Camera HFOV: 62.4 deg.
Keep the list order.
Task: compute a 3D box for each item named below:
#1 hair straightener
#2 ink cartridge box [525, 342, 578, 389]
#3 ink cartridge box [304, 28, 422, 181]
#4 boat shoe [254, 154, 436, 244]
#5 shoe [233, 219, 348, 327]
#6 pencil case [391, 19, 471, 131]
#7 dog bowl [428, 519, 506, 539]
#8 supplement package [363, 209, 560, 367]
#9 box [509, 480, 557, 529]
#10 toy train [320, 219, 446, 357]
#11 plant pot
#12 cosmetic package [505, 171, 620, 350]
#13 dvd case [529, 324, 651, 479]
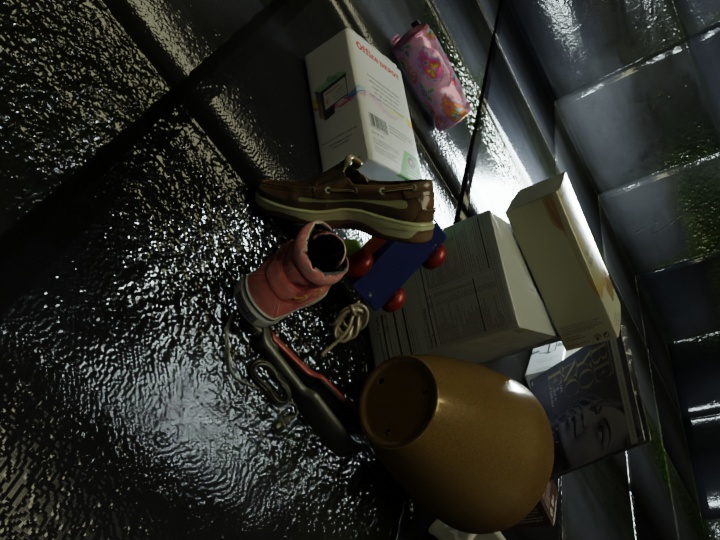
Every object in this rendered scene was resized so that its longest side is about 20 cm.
[{"bbox_3d":[-0.065,0.118,0.583,0.201,0.040,0.077,54,34,-24],"label":"hair straightener"},{"bbox_3d":[0.425,0.225,1.257,0.148,0.083,0.200,64,30,-10],"label":"ink cartridge box"},{"bbox_3d":[0.006,-0.211,0.845,0.144,0.083,0.204,14,61,-54],"label":"ink cartridge box"},{"bbox_3d":[-0.015,-0.085,0.630,0.075,0.199,0.076,-46,145,-70],"label":"boat shoe"},{"bbox_3d":[-0.046,-0.007,0.614,0.072,0.090,0.200,57,22,-2],"label":"shoe"},{"bbox_3d":[0.138,-0.374,1.153,0.201,0.086,0.088,53,35,-25],"label":"pencil case"},{"bbox_3d":[0.143,0.407,0.731,0.199,0.058,0.203,35,45,-45],"label":"dog bowl"},{"bbox_3d":[0.136,0.041,0.794,0.190,0.198,0.150,16,58,-54],"label":"supplement package"},{"bbox_3d":[0.199,0.272,0.858,0.202,0.099,0.075,61,32,-15],"label":"box"},{"bbox_3d":[0.000,0.000,0.714,0.085,0.200,0.116,45,-2,-33],"label":"toy train"},{"bbox_3d":[0.087,0.171,0.645,0.199,0.184,0.189,38,43,-45],"label":"plant pot"},{"bbox_3d":[0.265,-0.013,0.768,0.202,0.070,0.105,63,31,-11],"label":"cosmetic package"},{"bbox_3d":[0.298,0.183,0.801,0.016,0.200,0.151,14,55,-16],"label":"dvd case"}]
